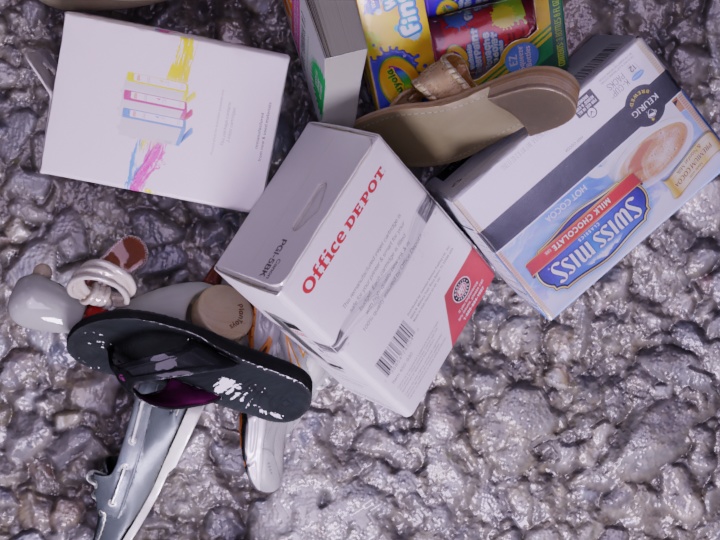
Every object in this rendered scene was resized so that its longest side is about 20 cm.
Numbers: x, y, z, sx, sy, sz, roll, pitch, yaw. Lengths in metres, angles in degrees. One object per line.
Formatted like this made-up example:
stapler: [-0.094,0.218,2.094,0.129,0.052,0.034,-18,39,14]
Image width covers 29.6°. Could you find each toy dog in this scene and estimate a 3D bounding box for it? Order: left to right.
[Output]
toy dog: [-0.178,0.019,1.119,0.199,0.097,0.132,29,137,-36]

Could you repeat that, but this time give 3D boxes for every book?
book: [-0.040,-0.222,1.046,0.048,0.134,0.201,-15,72,-9]

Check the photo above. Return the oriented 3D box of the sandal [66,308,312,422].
sandal: [-0.133,0.081,1.067,0.199,0.048,0.076,16,132,-10]

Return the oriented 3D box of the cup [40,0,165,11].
cup: [-0.201,-0.281,1.049,0.143,0.200,0.201,-28,100,28]

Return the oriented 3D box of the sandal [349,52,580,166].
sandal: [0.083,-0.138,1.064,0.078,0.211,0.070,36,57,-39]

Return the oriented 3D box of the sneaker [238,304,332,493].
sneaker: [-0.054,0.093,1.156,0.091,0.076,0.202,5,98,-10]

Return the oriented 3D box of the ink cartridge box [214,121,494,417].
ink cartridge box: [0.000,0.000,1.077,0.147,0.083,0.200,-57,134,-14]

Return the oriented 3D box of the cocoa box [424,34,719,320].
cocoa box: [0.176,-0.080,1.119,0.200,0.133,0.131,-41,101,1]

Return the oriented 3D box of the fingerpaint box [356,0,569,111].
fingerpaint box: [0.070,-0.236,1.076,0.166,0.074,0.201,-15,129,-3]

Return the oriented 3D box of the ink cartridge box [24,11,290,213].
ink cartridge box: [-0.165,-0.130,1.087,0.198,0.129,0.126,10,98,-5]

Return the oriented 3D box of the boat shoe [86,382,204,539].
boat shoe: [-0.196,0.172,1.147,0.062,0.073,0.201,29,106,-5]
